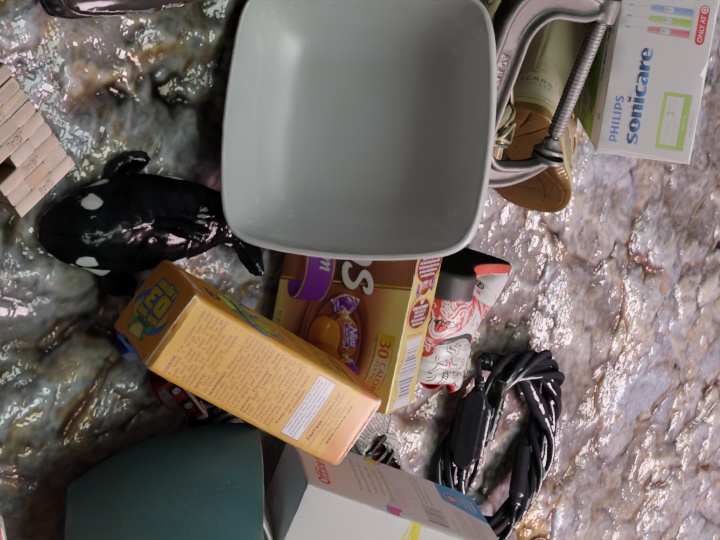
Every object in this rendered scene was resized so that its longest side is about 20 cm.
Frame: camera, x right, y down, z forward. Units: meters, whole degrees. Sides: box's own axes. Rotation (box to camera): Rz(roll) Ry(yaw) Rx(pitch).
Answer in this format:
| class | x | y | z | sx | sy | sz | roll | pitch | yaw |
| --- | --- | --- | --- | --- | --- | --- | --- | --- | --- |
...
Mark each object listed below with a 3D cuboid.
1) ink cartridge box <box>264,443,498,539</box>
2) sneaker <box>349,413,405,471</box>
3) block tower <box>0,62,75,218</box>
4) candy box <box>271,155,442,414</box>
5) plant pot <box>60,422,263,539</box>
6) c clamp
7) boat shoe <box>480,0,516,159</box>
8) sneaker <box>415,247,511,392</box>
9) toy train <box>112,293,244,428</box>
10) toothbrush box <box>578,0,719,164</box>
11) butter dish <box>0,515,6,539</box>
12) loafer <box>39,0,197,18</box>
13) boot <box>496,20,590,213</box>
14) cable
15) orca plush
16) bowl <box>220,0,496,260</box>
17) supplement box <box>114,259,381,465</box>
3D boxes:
| class | x | y | z | sx | sy | sz | roll | pitch | yaw |
| --- | --- | --- | --- | --- | --- | --- | --- | --- | --- |
| ink cartridge box | -0.007 | 0.227 | 1.323 | 0.199 | 0.129 | 0.126 | 21 | 99 | -12 |
| sneaker | 0.022 | 0.187 | 1.426 | 0.078 | 0.082 | 0.201 | -32 | 127 | -35 |
| block tower | -0.257 | -0.123 | 1.010 | 0.058 | 0.054 | 0.200 | -49 | 135 | -23 |
| candy box | 0.000 | 0.000 | 1.290 | 0.056 | 0.116 | 0.201 | -15 | 119 | -64 |
| plant pot | -0.151 | 0.207 | 1.189 | 0.134 | 0.200 | 0.201 | 5 | 105 | -10 |
| c clamp | 0.156 | -0.150 | 1.277 | 0.170 | 0.027 | 0.201 | 4 | 116 | -47 |
| boat shoe | 0.094 | -0.142 | 1.279 | 0.073 | 0.063 | 0.201 | -22 | 128 | -34 |
| sneaker | 0.075 | 0.041 | 1.398 | 0.201 | 0.067 | 0.108 | -23 | 128 | -74 |
| toy train | -0.136 | 0.085 | 1.244 | 0.046 | 0.034 | 0.200 | -26 | 134 | 5 |
| toothbrush box | 0.247 | -0.186 | 1.431 | 0.200 | 0.086 | 0.146 | -75 | 173 | -76 |
| butter dish | -0.308 | 0.247 | 1.055 | 0.200 | 0.147 | 0.201 | -88 | 176 | -64 |
| loafer | -0.125 | -0.212 | 1.102 | 0.200 | 0.072 | 0.073 | -29 | 126 | -37 |
| boot | 0.166 | -0.152 | 1.444 | 0.200 | 0.072 | 0.156 | 70 | 33 | -63 |
| cable | 0.136 | 0.171 | 1.579 | 0.163 | 0.051 | 0.201 | -6 | 108 | -52 |
| orca plush | -0.132 | -0.020 | 1.177 | 0.200 | 0.071 | 0.106 | 20 | 91 | -50 |
| bowl | 0.004 | -0.105 | 1.203 | 0.075 | 0.199 | 0.201 | 25 | 70 | -77 |
| supplement box | -0.079 | 0.070 | 1.191 | 0.200 | 0.067 | 0.069 | 30 | 97 | -39 |
